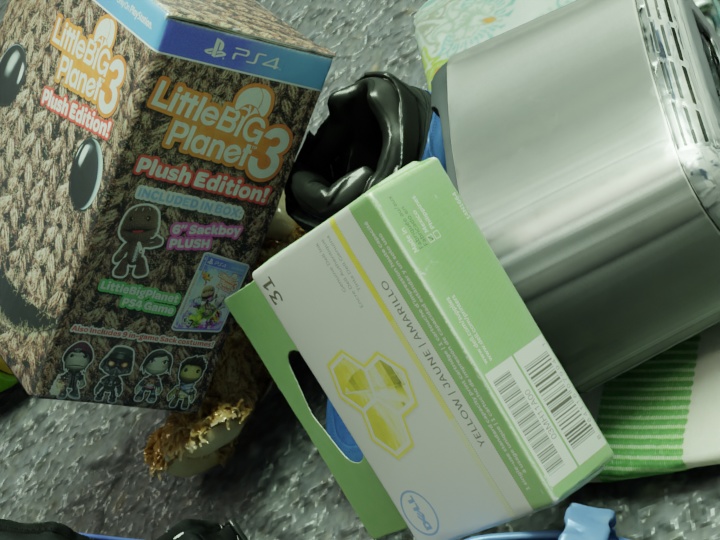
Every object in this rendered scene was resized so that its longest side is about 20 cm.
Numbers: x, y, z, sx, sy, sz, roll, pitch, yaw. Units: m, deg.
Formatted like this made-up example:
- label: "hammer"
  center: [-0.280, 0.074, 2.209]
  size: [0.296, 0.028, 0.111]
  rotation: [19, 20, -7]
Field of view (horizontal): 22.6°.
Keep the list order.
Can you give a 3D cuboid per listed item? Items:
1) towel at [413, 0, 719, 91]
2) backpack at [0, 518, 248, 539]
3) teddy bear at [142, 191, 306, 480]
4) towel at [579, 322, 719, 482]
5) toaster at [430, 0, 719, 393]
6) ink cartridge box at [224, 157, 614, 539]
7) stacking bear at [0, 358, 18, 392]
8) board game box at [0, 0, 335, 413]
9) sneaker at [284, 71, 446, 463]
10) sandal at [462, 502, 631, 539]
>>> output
- label: "towel"
  center: [0.110, -0.138, 1.005]
  size: [0.171, 0.048, 0.200]
  rotation: [-34, 35, 20]
- label: "backpack"
  center: [-0.133, 0.199, 0.805]
  size: [0.154, 0.190, 0.200]
  rotation: [-55, 30, 19]
- label: "teddy bear"
  center: [-0.063, 0.026, 0.989]
  size: [0.200, 0.067, 0.145]
  rotation: [-60, 0, -8]
- label: "towel"
  center: [0.176, 0.020, 0.790]
  size: [0.199, 0.023, 0.153]
  rotation: [-14, 46, 38]
- label: "toaster"
  center: [0.112, -0.038, 0.798]
  size: [0.129, 0.114, 0.201]
  rotation: [-28, 40, 23]
- label: "ink cartridge box"
  center: [0.005, 0.052, 0.792]
  size: [0.048, 0.146, 0.200]
  rotation: [-32, 0, -37]
- label: "stacking bear"
  center: [-0.239, 0.020, 1.192]
  size: [0.199, 0.122, 0.114]
  rotation: [-24, 37, 20]
- label: "board game box"
  center: [-0.123, -0.055, 0.912]
  size: [0.159, 0.097, 0.201]
  rotation: [40, 114, 48]
- label: "sneaker"
  center: [-0.001, 0.000, 0.898]
  size: [0.077, 0.111, 0.201]
  rotation: [11, 80, 45]
- label: "sandal"
  center: [0.060, 0.135, 0.745]
  size: [0.200, 0.087, 0.080]
  rotation: [-17, 46, 40]
